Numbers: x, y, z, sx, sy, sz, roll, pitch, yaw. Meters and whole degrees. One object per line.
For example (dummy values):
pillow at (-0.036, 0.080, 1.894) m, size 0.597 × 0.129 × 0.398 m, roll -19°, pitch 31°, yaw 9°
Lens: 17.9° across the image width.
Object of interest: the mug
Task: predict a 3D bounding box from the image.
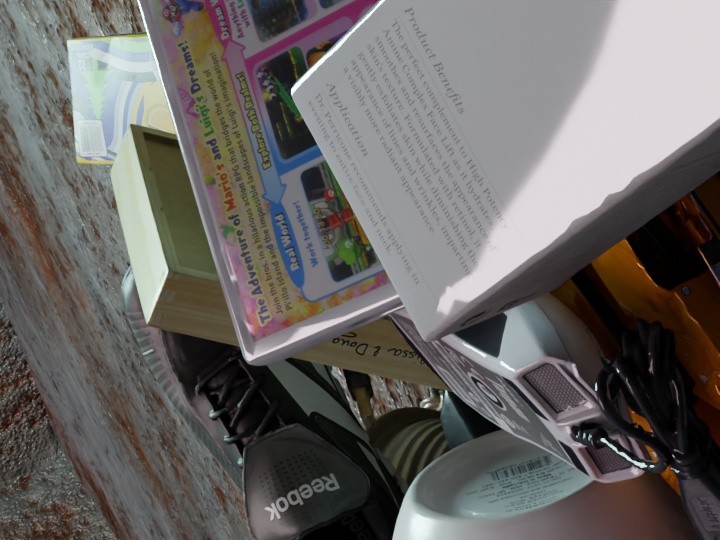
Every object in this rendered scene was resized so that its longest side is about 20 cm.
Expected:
mug at (0.059, 0.162, 0.922) m, size 0.148 × 0.200 × 0.175 m, roll -68°, pitch -36°, yaw -68°

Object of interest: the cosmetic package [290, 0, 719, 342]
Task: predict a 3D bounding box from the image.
cosmetic package at (0.070, -0.067, 0.693) m, size 0.200 × 0.074 × 0.102 m, roll -37°, pitch 78°, yaw 49°

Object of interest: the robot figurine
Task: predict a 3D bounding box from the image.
robot figurine at (0.094, -0.017, 0.860) m, size 0.200 × 0.058 × 0.145 m, roll 58°, pitch 157°, yaw 19°

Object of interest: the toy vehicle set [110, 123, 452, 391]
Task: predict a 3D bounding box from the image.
toy vehicle set at (0.000, 0.000, 0.957) m, size 0.124 × 0.200 × 0.027 m, roll -110°, pitch 38°, yaw -57°

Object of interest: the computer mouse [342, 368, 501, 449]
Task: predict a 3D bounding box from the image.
computer mouse at (0.057, 0.075, 1.019) m, size 0.046 × 0.140 × 0.200 m, roll -29°, pitch 65°, yaw 38°

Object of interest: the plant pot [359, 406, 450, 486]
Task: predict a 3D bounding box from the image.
plant pot at (0.073, 0.151, 1.110) m, size 0.201 × 0.093 × 0.201 m, roll 35°, pitch -139°, yaw -36°

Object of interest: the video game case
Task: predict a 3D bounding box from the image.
video game case at (0.002, -0.088, 0.835) m, size 0.182 × 0.024 × 0.200 m, roll -24°, pitch 78°, yaw 33°

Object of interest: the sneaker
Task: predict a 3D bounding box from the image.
sneaker at (-0.032, 0.075, 0.976) m, size 0.200 × 0.066 × 0.091 m, roll 55°, pitch -173°, yaw -15°

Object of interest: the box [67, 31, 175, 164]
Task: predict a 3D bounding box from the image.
box at (-0.049, -0.083, 1.067) m, size 0.200 × 0.070 × 0.064 m, roll 4°, pitch 100°, yaw 45°

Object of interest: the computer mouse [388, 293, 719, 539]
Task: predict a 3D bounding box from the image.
computer mouse at (0.074, 0.036, 0.809) m, size 0.110 × 0.044 × 0.200 m, roll 49°, pitch 170°, yaw -30°

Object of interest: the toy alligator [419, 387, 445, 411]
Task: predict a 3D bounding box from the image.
toy alligator at (0.038, 0.011, 1.162) m, size 0.200 × 0.059 × 0.054 m, roll 78°, pitch -157°, yaw -56°
